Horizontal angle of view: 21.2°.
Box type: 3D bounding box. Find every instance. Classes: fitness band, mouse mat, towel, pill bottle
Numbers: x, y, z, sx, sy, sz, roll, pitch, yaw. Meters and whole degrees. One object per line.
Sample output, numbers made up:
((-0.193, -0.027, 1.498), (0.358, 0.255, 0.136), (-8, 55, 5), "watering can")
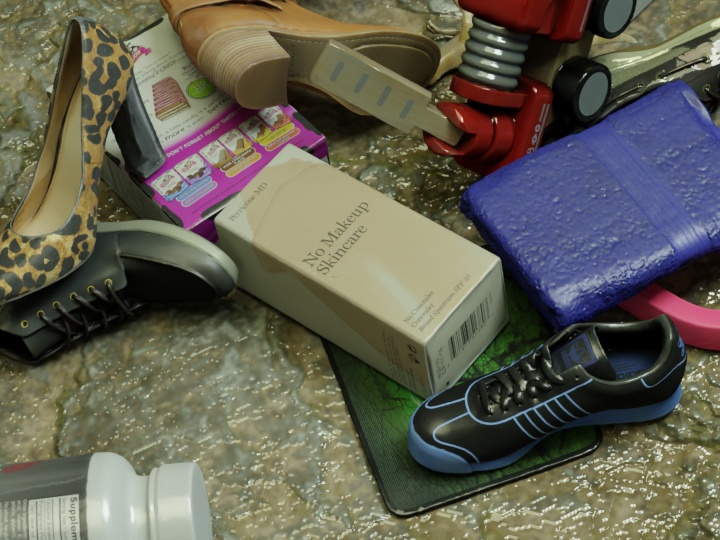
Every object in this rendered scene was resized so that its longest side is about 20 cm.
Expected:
((0.240, -0.022, 1.407), (0.200, 0.038, 0.144), (33, 66, 30), "fitness band")
((0.066, 0.073, 1.376), (0.160, 0.008, 0.201), (-19, 51, -6), "mouse mat")
((0.188, -0.044, 1.380), (0.199, 0.050, 0.148), (-26, 52, -13), "towel")
((-0.201, 0.179, 1.268), (0.199, 0.111, 0.111), (-7, 52, 3), "pill bottle")

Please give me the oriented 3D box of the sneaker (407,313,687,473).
((0.125, 0.077, 1.311), (0.199, 0.078, 0.070), (-16, 52, -5), "sneaker")

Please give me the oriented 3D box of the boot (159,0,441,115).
((-0.051, -0.186, 1.510), (0.199, 0.077, 0.155), (-12, 40, -26), "boot")

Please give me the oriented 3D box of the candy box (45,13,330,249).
((-0.135, -0.104, 1.507), (0.136, 0.061, 0.200), (-34, 56, -18), "candy box")

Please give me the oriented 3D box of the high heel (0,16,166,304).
((-0.226, -0.079, 1.364), (0.071, 0.143, 0.200), (16, 52, 34), "high heel")

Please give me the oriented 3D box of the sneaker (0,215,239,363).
((-0.190, 0.023, 1.418), (0.199, 0.075, 0.107), (5, 57, 24), "sneaker")

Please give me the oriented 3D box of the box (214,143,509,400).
((0.000, 0.000, 1.389), (0.199, 0.078, 0.095), (29, 63, 27), "box")

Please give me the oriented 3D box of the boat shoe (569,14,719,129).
((0.251, -0.144, 1.479), (0.199, 0.073, 0.065), (-18, 61, 9), "boat shoe")

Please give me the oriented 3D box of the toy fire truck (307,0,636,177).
((0.080, -0.158, 1.403), (0.128, 0.177, 0.199), (28, 20, 36), "toy fire truck")

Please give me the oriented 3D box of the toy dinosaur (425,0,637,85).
((0.123, -0.190, 1.550), (0.199, 0.058, 0.102), (-8, 66, 12), "toy dinosaur")

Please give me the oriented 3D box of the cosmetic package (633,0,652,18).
((0.149, -0.285, 1.579), (0.200, 0.102, 0.071), (33, 64, 29), "cosmetic package")
